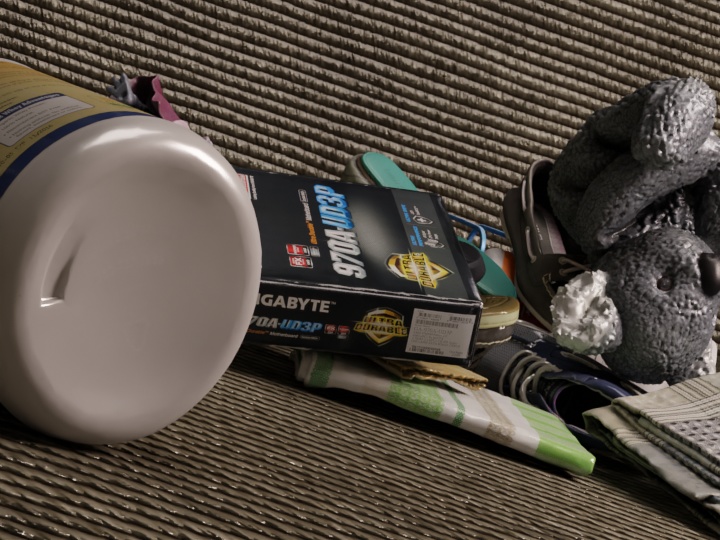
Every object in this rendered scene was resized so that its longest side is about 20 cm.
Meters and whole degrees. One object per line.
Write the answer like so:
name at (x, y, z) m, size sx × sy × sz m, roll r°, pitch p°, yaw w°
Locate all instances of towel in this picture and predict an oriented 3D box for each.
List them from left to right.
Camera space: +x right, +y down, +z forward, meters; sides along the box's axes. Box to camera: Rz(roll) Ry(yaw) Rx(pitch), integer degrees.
towel at (0.049, 0.089, 1.477) m, size 0.200 × 0.031 × 0.149 m, roll 21°, pitch 6°, yaw -6°
towel at (0.274, 0.105, 1.474) m, size 0.200 × 0.035 × 0.193 m, roll -15°, pitch 26°, yaw -21°

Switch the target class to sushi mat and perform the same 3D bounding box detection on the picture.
sushi mat at (-0.013, 0.038, 1.502) m, size 0.200 × 0.012 × 0.096 m, roll 25°, pitch 7°, yaw 39°

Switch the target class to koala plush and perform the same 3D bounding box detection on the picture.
koala plush at (0.214, -0.003, 1.617) m, size 0.177 × 0.200 × 0.184 m, roll 27°, pitch -31°, yaw -34°

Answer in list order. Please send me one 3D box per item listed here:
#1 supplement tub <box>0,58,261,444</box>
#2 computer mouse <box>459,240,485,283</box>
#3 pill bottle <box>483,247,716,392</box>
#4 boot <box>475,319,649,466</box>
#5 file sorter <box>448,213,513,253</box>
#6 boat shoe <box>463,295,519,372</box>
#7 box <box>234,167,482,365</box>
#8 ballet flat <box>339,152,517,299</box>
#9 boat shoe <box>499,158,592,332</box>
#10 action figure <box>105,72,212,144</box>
supplement tub at (-0.155, -0.017, 1.008) m, size 0.144 × 0.145 × 0.200 m, roll 16°, pitch 5°, yaw -43°
computer mouse at (0.000, 0.000, 1.587) m, size 0.200 × 0.034 × 0.059 m, roll 1°, pitch 25°, yaw -26°
pill bottle at (0.176, 0.064, 1.781) m, size 0.200 × 0.113 × 0.113 m, roll 19°, pitch 3°, yaw -3°
boot at (0.133, 0.080, 1.615) m, size 0.200 × 0.073 × 0.090 m, roll 22°, pitch -1°, yaw 25°
file sorter at (0.146, 0.037, 1.969) m, size 0.200 × 0.123 × 0.139 m, roll 17°, pitch 3°, yaw -23°
boat shoe at (0.061, 0.051, 1.587) m, size 0.072 × 0.066 × 0.201 m, roll -3°, pitch 1°, yaw -20°
box at (-0.014, -0.005, 1.467) m, size 0.159 × 0.046 × 0.200 m, roll 7°, pitch 22°, yaw -9°
ballet flat at (0.048, -0.013, 1.737) m, size 0.067 × 0.064 × 0.200 m, roll 1°, pitch 38°, yaw -47°
boat shoe at (0.153, -0.017, 1.726) m, size 0.067 × 0.057 × 0.200 m, roll 9°, pitch 32°, yaw -19°
action figure at (-0.157, -0.084, 1.992) m, size 0.149 × 0.134 × 0.200 m, roll 16°, pitch -29°, yaw 47°
